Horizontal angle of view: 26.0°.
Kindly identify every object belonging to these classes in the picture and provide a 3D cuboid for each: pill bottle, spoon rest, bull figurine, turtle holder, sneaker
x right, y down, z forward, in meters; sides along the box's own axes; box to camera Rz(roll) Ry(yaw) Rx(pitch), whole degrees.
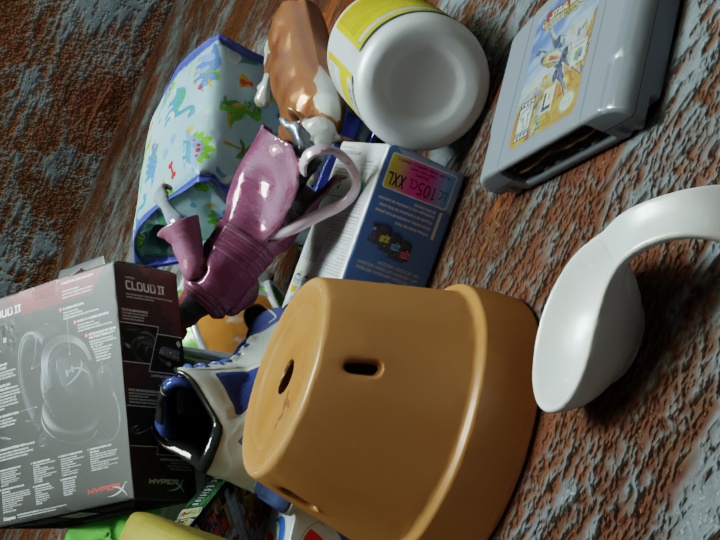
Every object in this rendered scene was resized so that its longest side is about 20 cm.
[{"bbox_3d":[0.033,-0.175,1.313,0.112,0.112,0.200,-66,17,13],"label":"pill bottle"},{"bbox_3d":[0.142,0.010,0.846,0.200,0.060,0.100,-46,29,52],"label":"spoon rest"},{"bbox_3d":[-0.052,-0.154,1.418,0.122,0.065,0.201,122,149,-52],"label":"bull figurine"},{"bbox_3d":[-0.121,0.077,1.503,0.131,0.186,0.141,-29,58,3],"label":"turtle holder"},{"bbox_3d":[-0.094,0.088,1.160,0.200,0.115,0.081,-95,27,-57],"label":"sneaker"}]

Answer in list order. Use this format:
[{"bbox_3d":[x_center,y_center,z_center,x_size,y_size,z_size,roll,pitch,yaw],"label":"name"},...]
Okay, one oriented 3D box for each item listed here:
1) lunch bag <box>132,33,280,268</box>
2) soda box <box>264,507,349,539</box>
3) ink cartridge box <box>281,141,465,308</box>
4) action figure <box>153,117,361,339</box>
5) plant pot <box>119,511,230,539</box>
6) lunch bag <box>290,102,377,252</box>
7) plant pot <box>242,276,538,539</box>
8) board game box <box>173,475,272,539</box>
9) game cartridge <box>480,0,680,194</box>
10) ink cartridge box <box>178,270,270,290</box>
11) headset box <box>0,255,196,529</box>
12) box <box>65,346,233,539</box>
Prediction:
[{"bbox_3d":[-0.158,-0.106,1.548,0.200,0.127,0.171,-27,48,45],"label":"lunch bag"},{"bbox_3d":[-0.028,0.185,1.166,0.064,0.068,0.201,-39,35,59],"label":"soda box"},{"bbox_3d":[0.000,0.000,1.276,0.201,0.076,0.136,-68,17,-1],"label":"ink cartridge box"},{"bbox_3d":[-0.089,-0.016,1.258,0.149,0.134,0.200,26,78,47],"label":"action figure"},{"bbox_3d":[-0.052,0.274,0.950,0.200,0.194,0.196,-6,64,62],"label":"plant pot"},{"bbox_3d":[-0.039,-0.117,1.540,0.201,0.075,0.160,-67,21,12],"label":"lunch bag"},{"bbox_3d":[0.011,0.090,1.029,0.200,0.140,0.200,-57,20,34],"label":"plant pot"},{"bbox_3d":[-0.086,0.191,1.185,0.200,0.023,0.105,-50,-47,-57],"label":"board game box"},{"bbox_3d":[0.145,-0.135,1.048,0.200,0.041,0.134,151,132,-66],"label":"game cartridge"},{"bbox_3d":[-0.170,0.099,1.685,0.146,0.084,0.201,-50,25,47],"label":"ink cartridge box"},{"bbox_3d":[-0.212,0.090,1.205,0.148,0.077,0.201,-17,72,32],"label":"headset box"},{"bbox_3d":[-0.142,0.168,1.299,0.096,0.176,0.201,13,89,33],"label":"box"}]
